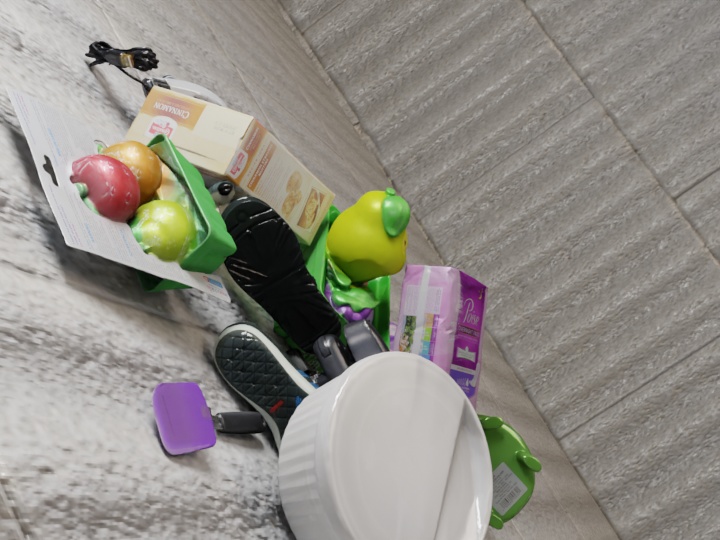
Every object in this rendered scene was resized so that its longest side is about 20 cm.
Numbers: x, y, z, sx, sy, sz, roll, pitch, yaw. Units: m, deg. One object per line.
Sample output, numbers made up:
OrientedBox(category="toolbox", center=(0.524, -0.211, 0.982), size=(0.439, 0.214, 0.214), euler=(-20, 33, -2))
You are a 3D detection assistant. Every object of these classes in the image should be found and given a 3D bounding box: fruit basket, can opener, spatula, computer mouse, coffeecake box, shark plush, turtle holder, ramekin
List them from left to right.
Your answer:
OrientedBox(category="fruit basket", center=(-0.211, -0.059, 0.948), size=(0.200, 0.094, 0.186), euler=(15, 38, -51))
OrientedBox(category="computer mouse", center=(-0.218, -0.211, 1.273), size=(0.109, 0.044, 0.200), euler=(10, -17, 45))
OrientedBox(category="shark plush", center=(-0.174, -0.074, 1.189), size=(0.083, 0.091, 0.200), euler=(25, 12, 7))
OrientedBox(category="spatula", center=(-0.118, 0.123, 0.897), size=(0.200, 0.020, 0.057), euler=(33, 37, -73))
OrientedBox(category="coffeecake box", center=(-0.145, -0.117, 1.241), size=(0.153, 0.073, 0.200), euler=(22, -10, 31))
OrientedBox(category="fruit basket", center=(0.000, 0.000, 1.294), size=(0.156, 0.215, 0.216), euler=(49, 11, -26))
OrientedBox(category="can opener", center=(0.011, 0.149, 1.052), size=(0.063, 0.078, 0.201), euler=(2, 64, -68))
OrientedBox(category="ramekin", center=(0.017, 0.178, 0.944), size=(0.202, 0.094, 0.203), euler=(18, 63, -39))
OrientedBox(category="turtle holder", center=(0.136, 0.257, 1.446), size=(0.185, 0.142, 0.132), euler=(18, -8, -7))

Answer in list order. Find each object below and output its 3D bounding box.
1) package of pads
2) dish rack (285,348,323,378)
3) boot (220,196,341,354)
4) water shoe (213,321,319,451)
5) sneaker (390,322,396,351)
OrientedBox(category="package of pads", center=(0.092, 0.099, 1.279), size=(0.120, 0.075, 0.201), euler=(23, 72, -59))
OrientedBox(category="dish rack", center=(-0.027, 0.155, 1.161), size=(0.154, 0.054, 0.200), euler=(59, 8, 13))
OrientedBox(category="boot", center=(-0.099, -0.012, 1.119), size=(0.199, 0.073, 0.162), euler=(56, -5, -30))
OrientedBox(category="water shoe", center=(-0.059, 0.128, 1.031), size=(0.200, 0.071, 0.079), euler=(55, 7, -6))
OrientedBox(category="sneaker", center=(0.032, 0.110, 1.563), size=(0.089, 0.080, 0.200), euler=(49, 4, 5))
